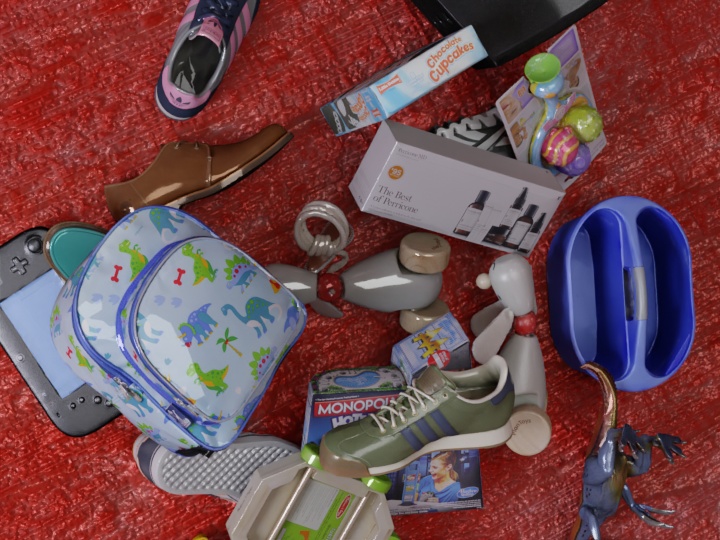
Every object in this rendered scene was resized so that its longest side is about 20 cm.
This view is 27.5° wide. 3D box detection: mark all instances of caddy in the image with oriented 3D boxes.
[{"bbox_3d":[0.274,0.024,1.530,0.140,0.105,0.202,-4,90,-13],"label":"caddy"}]

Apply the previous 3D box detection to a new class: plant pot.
[{"bbox_3d":[0.141,-0.312,1.470,0.177,0.200,0.200,-43,99,0],"label":"plant pot"}]

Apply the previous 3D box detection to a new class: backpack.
[{"bbox_3d":[-0.162,0.044,1.316,0.200,0.147,0.184,38,65,-10],"label":"backpack"}]

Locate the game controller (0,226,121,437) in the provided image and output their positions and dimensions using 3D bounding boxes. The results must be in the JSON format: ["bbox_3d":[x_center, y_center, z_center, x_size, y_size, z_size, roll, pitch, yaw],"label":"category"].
[{"bbox_3d":[-0.293,0.060,1.422,0.104,0.042,0.201,-34,96,-12],"label":"game controller"}]

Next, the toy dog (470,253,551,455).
[{"bbox_3d":[0.138,0.089,1.494,0.095,0.132,0.202,-7,86,6],"label":"toy dog"}]

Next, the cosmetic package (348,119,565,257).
[{"bbox_3d":[0.096,-0.078,1.438,0.199,0.051,0.083,14,117,-27],"label":"cosmetic package"}]

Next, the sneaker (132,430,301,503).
[{"bbox_3d":[-0.131,0.188,1.447,0.199,0.079,0.079,19,90,-38],"label":"sneaker"}]

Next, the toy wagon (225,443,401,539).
[{"bbox_3d":[-0.030,0.256,1.414,0.199,0.040,0.156,25,101,-28],"label":"toy wagon"}]

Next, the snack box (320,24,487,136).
[{"bbox_3d":[0.038,-0.182,1.428,0.116,0.200,0.037,-33,98,-13],"label":"snack box"}]

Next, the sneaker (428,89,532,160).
[{"bbox_3d":[0.116,-0.116,1.514,0.199,0.066,0.091,-22,93,-18],"label":"sneaker"}]

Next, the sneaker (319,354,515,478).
[{"bbox_3d":[0.056,0.126,1.365,0.199,0.067,0.090,-9,123,-23],"label":"sneaker"}]

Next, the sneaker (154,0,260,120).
[{"bbox_3d":[-0.140,-0.244,1.446,0.070,0.082,0.201,21,84,-12],"label":"sneaker"}]

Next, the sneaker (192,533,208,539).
[{"bbox_3d":[-0.089,0.327,1.450,0.199,0.073,0.077,32,83,-12],"label":"sneaker"}]

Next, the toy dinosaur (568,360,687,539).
[{"bbox_3d":[0.260,0.224,1.521,0.104,0.182,0.201,-1,56,-31],"label":"toy dinosaur"}]

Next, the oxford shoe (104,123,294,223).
[{"bbox_3d":[-0.159,-0.103,1.446,0.199,0.071,0.072,-28,91,-12],"label":"oxford shoe"}]

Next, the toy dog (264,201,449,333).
[{"bbox_3d":[0.000,0.000,1.470,0.199,0.096,0.133,20,109,-16],"label":"toy dog"}]

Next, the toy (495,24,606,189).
[{"bbox_3d":[0.208,-0.140,1.485,0.115,0.047,0.200,-45,142,-11],"label":"toy"}]

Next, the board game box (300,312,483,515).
[{"bbox_3d":[0.036,0.143,1.442,0.198,0.062,0.201,-1,116,-18],"label":"board game box"}]

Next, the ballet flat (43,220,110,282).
[{"bbox_3d":[-0.220,0.001,1.418,0.199,0.072,0.068,22,99,-27],"label":"ballet flat"}]
